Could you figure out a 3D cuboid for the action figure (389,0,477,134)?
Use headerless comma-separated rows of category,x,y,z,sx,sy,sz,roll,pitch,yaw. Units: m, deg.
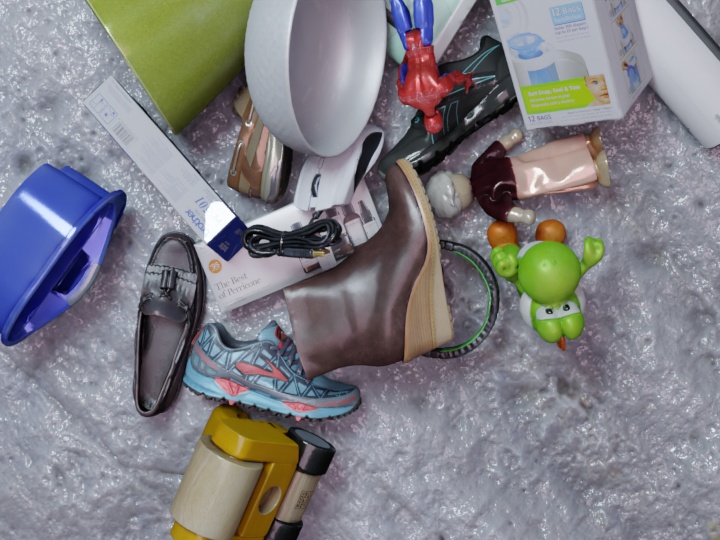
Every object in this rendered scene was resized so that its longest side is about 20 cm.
action figure,0.064,-0.240,1.041,0.064,0.099,0.204,-7,100,23

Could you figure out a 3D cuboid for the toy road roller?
toy road roller,-0.135,0.207,1.090,0.145,0.199,0.125,27,94,33

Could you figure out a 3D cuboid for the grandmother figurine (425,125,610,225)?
grandmother figurine,0.164,-0.096,1.116,0.196,0.123,0.061,-11,135,10

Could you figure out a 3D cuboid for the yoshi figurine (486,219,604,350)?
yoshi figurine,0.186,-0.007,1.055,0.112,0.201,0.112,39,107,-19

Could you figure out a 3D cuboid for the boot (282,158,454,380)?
boot,0.000,0.000,1.055,0.163,0.072,0.204,-11,92,-2

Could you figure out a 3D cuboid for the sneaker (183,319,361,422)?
sneaker,-0.091,0.105,1.129,0.196,0.079,0.098,12,93,-2

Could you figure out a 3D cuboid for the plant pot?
plant pot,-0.159,-0.272,1.049,0.198,0.187,0.189,-35,95,-5

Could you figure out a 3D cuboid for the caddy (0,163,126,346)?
caddy,-0.322,-0.015,1.082,0.104,0.141,0.201,37,95,-1

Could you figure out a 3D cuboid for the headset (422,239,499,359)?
headset,0.049,0.027,1.116,0.196,0.094,0.126,8,95,15

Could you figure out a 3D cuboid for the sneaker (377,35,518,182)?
sneaker,0.091,-0.170,1.117,0.199,0.075,0.080,-38,86,-6

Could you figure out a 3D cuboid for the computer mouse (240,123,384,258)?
computer mouse,-0.039,-0.094,1.073,0.108,0.202,0.044,0,138,34

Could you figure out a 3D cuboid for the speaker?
speaker,0.332,-0.229,1.104,0.081,0.081,0.200,-43,94,3

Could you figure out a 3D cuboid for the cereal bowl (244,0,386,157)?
cereal bowl,-0.052,-0.216,1.006,0.082,0.199,0.204,13,96,26

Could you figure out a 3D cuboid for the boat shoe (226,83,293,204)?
boat shoe,-0.102,-0.176,1.105,0.070,0.076,0.204,9,88,7

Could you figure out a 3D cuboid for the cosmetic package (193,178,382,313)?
cosmetic package,-0.074,-0.030,1.130,0.197,0.051,0.084,-23,95,1

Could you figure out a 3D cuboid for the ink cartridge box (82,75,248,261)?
ink cartridge box,-0.196,-0.103,1.073,0.044,0.094,0.200,-41,79,-2

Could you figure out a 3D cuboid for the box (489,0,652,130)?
box,0.205,-0.258,1.039,0.111,0.101,0.203,-1,120,37

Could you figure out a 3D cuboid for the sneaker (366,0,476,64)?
sneaker,0.073,-0.318,1.091,0.117,0.074,0.202,31,96,-8

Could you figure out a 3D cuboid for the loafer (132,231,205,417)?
loafer,-0.211,0.061,1.130,0.070,0.063,0.204,9,95,-2
